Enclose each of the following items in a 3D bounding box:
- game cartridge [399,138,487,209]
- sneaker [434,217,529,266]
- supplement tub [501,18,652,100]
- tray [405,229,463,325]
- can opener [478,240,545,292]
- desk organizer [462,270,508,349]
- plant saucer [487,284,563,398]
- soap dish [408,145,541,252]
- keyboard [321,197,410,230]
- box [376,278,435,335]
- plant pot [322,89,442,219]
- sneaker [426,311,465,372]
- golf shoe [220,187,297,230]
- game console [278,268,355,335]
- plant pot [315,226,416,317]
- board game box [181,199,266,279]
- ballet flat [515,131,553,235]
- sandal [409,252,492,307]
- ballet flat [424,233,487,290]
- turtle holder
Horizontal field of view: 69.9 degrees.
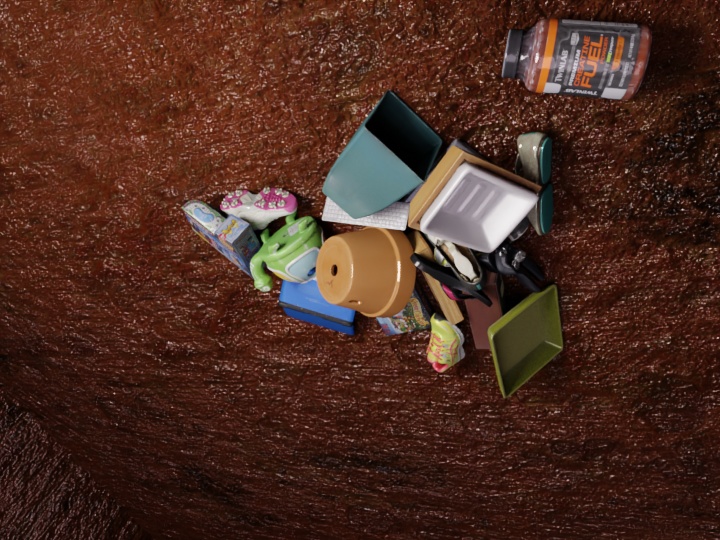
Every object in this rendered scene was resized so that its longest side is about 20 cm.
[{"bbox_3d":[0.179,-0.150,1.025,0.132,0.041,0.200,31,132,-12],"label":"game cartridge"},{"bbox_3d":[0.244,-0.071,1.049,0.199,0.085,0.075,-23,85,13],"label":"sneaker"},{"bbox_3d":[0.320,-0.321,0.781,0.198,0.107,0.108,9,131,13],"label":"supplement tub"},{"bbox_3d":[0.162,0.015,1.124,0.037,0.099,0.201,-29,118,4],"label":"tray"},{"bbox_3d":[0.320,-0.007,1.037,0.199,0.064,0.078,22,178,-40],"label":"can opener"},{"bbox_3d":[0.286,0.085,1.157,0.076,0.072,0.201,-2,127,25],"label":"desk organizer"},{"bbox_3d":[0.356,0.150,1.136,0.048,0.199,0.201,32,149,51],"label":"plant saucer"},{"bbox_3d":[0.195,-0.123,0.901,0.199,0.082,0.158,14,127,-33],"label":"soap dish"},{"bbox_3d":[0.009,-0.123,1.081,0.198,0.011,0.057,10,89,27],"label":"keyboard"},{"bbox_3d":[0.082,0.064,1.236,0.136,0.038,0.201,-14,122,30],"label":"box"},{"bbox_3d":[0.026,-0.198,0.978,0.141,0.142,0.200,39,137,-13],"label":"plant pot"},{"bbox_3d":[0.194,0.179,1.221,0.078,0.090,0.201,38,161,42],"label":"sneaker"},{"bbox_3d":[-0.220,-0.135,1.169,0.198,0.076,0.092,4,138,27],"label":"golf shoe"},{"bbox_3d":[-0.099,0.076,1.328,0.198,0.118,0.172,15,101,7],"label":"game console"},{"bbox_3d":[0.000,0.000,1.077,0.139,0.201,0.200,2,146,-37],"label":"plant pot"},{"bbox_3d":[-0.306,-0.085,1.181,0.200,0.062,0.200,39,163,2],"label":"board game box"},{"bbox_3d":[0.321,-0.161,0.955,0.062,0.067,0.201,17,131,39],"label":"ballet flat"},{"bbox_3d":[0.177,0.027,1.038,0.199,0.075,0.045,26,106,-15],"label":"sandal"},{"bbox_3d":[0.177,-0.051,0.988,0.068,0.068,0.201,-39,80,12],"label":"ballet flat"},{"bbox_3d":[-0.154,-0.031,1.152,0.140,0.186,0.132,5,136,50],"label":"turtle holder"}]
